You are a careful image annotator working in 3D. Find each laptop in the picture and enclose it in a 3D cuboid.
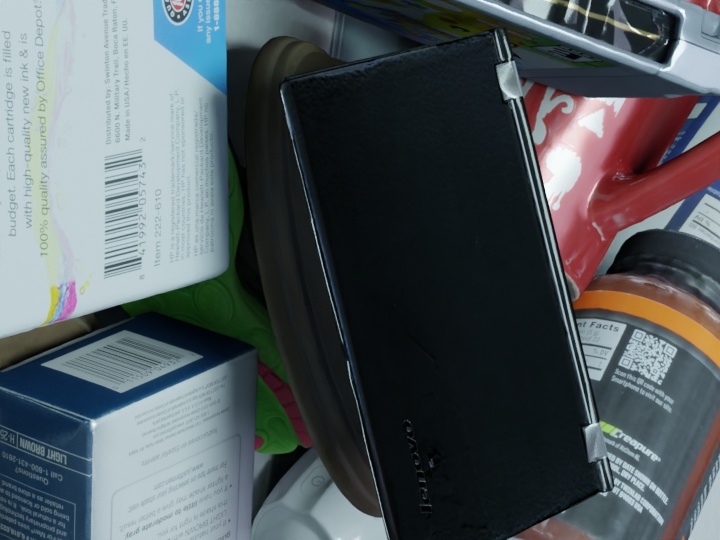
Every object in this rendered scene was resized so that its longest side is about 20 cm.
[{"bbox_3d":[0.020,0.009,1.016,0.115,0.200,0.189,-14,94,-14],"label":"laptop"}]

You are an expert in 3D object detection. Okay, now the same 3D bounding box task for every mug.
[{"bbox_3d":[0.110,-0.096,1.177,0.133,0.177,0.201,35,78,-25],"label":"mug"}]

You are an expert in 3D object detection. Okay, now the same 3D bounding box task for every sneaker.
[{"bbox_3d":[-0.063,-0.013,1.058,0.084,0.076,0.201,-84,159,-50],"label":"sneaker"}]

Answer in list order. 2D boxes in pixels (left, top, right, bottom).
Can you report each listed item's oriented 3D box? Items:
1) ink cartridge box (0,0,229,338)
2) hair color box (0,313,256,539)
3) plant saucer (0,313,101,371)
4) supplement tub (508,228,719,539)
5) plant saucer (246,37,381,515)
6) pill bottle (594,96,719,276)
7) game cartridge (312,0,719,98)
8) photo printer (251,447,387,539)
[{"bbox_3d":[-0.139,-0.055,0.890,0.200,0.084,0.146,-17,111,-53],"label":"ink cartridge box"},{"bbox_3d":[-0.096,0.128,1.000,0.100,0.060,0.201,-22,121,-50],"label":"hair color box"},{"bbox_3d":[-0.155,0.090,0.991,0.200,0.029,0.201,-29,127,-48],"label":"plant saucer"},{"bbox_3d":[0.117,0.077,1.192,0.201,0.106,0.107,-60,145,-31],"label":"supplement tub"},{"bbox_3d":[0.000,0.000,1.053,0.200,0.029,0.201,-14,90,-76],"label":"plant saucer"},{"bbox_3d":[0.172,-0.002,1.351,0.200,0.110,0.111,-51,140,-30],"label":"pill bottle"},{"bbox_3d":[0.047,-0.113,1.049,0.199,0.133,0.041,18,90,-22],"label":"game cartridge"},{"bbox_3d":[0.018,0.155,1.232,0.166,0.069,0.201,-30,128,-46],"label":"photo printer"}]
